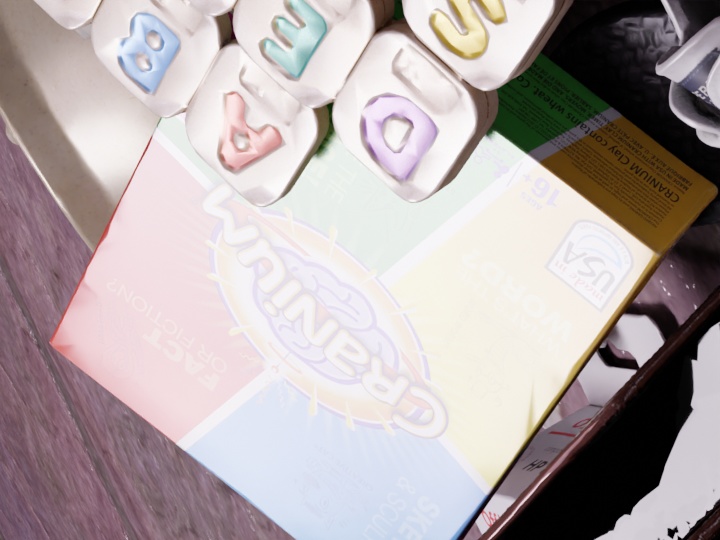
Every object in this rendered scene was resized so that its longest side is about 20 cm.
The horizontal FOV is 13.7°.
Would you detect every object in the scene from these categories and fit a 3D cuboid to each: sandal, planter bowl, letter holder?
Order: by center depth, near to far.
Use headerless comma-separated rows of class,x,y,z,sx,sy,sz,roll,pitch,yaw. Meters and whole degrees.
sandal,0.081,-0.043,0.920,0.075,0.045,0.200,47,150,-7
letter holder,0.066,0.122,0.927,0.101,0.142,0.200,45,134,7
planter bowl,-0.058,-0.078,1.053,0.200,0.135,0.200,58,-178,-3

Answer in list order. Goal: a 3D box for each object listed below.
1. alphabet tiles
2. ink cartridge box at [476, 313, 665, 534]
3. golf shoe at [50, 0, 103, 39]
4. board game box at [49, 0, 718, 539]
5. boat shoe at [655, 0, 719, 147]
alphabet tiles,-0.033,-0.114,0.836,0.200,0.015,0.196,43,135,9
ink cartridge box,0.104,0.117,1.101,0.200,0.068,0.115,63,165,-9
golf shoe,-0.092,-0.162,0.957,0.077,0.088,0.200,35,-159,-48
board game box,0.000,0.000,0.934,0.153,0.040,0.200,37,135,7
boat shoe,0.108,-0.061,0.791,0.200,0.065,0.074,60,164,5
